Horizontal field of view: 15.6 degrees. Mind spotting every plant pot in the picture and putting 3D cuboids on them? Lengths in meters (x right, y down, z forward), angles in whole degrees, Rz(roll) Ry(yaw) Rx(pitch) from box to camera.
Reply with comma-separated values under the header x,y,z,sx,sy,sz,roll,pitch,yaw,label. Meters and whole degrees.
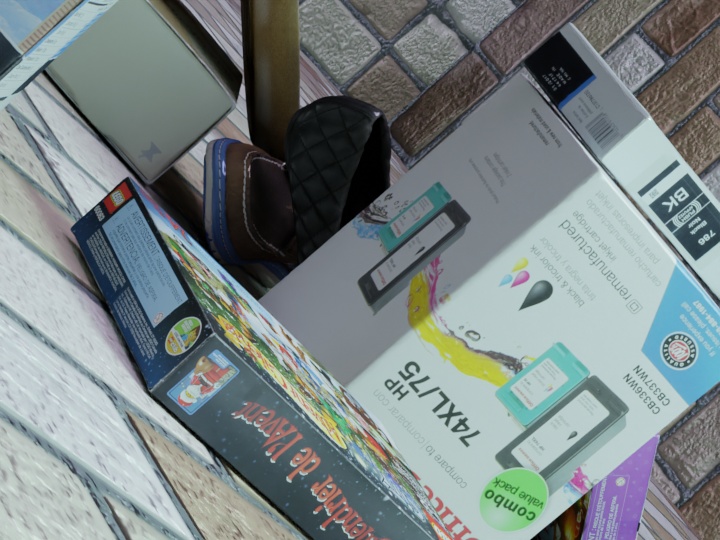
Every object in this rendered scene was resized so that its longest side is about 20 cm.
x,y,z,sx,sy,sz,roll,pitch,yaw,label
-0.056,-0.157,1.576,0.200,0.027,0.202,178,-90,-85,plant pot

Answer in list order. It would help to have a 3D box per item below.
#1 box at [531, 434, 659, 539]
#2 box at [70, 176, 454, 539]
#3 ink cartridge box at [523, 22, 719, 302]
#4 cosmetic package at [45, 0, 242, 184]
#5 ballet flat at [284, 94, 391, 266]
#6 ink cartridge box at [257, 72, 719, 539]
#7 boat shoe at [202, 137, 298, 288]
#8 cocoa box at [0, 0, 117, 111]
x,y,z,sx,sy,sz,roll,pitch,yaw,label
0.137,0.118,1.685,0.039,0.138,0.200,5,23,-12,box
-0.037,0.060,1.161,0.200,0.038,0.137,46,6,-36,box
0.167,-0.043,1.422,0.200,0.039,0.100,43,9,-41,ink cartridge box
-0.128,-0.122,1.560,0.105,0.071,0.200,49,5,-9,cosmetic package
0.000,0.000,1.473,0.057,0.066,0.201,9,-61,44,ballet flat
0.071,0.032,1.394,0.147,0.200,0.146,46,7,-27,ink cartridge box
-0.039,-0.035,1.531,0.200,0.072,0.073,32,57,-74,boat shoe
-0.184,-0.167,1.053,0.200,0.131,0.133,49,5,-5,cocoa box
